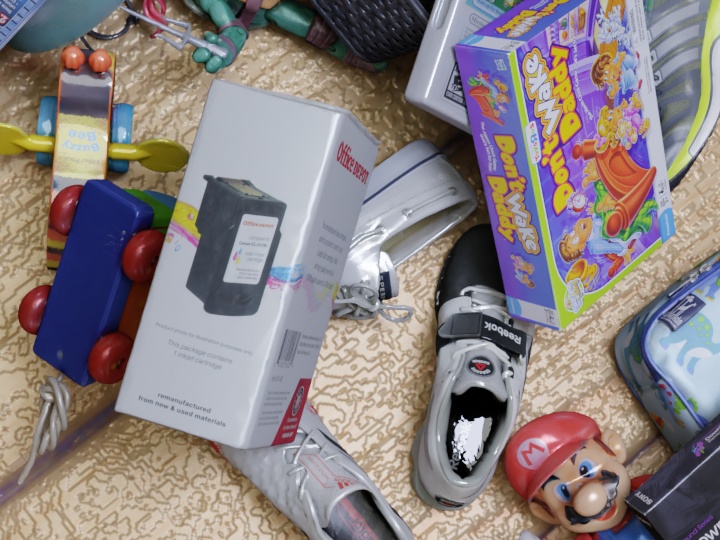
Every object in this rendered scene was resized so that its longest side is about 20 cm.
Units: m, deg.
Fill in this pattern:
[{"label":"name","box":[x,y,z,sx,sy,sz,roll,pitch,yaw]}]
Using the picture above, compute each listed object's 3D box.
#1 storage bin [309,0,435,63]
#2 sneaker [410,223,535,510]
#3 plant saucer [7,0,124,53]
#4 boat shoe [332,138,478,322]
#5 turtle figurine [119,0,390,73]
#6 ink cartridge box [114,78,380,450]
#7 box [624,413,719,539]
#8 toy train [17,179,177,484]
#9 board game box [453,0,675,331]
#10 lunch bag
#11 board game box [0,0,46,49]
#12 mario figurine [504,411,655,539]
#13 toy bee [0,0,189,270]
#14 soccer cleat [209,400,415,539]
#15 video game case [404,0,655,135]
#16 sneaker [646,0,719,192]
[{"label":"storage bin","box":[0.009,-0.250,1.029,0.200,0.094,0.135,49,62,-22]},{"label":"sneaker","box":[0.084,0.060,1.068,0.074,0.089,0.200,10,77,-5]},{"label":"plant saucer","box":[-0.185,-0.236,1.034,0.027,0.200,0.200,30,74,-42]},{"label":"boat shoe","box":[0.001,0.002,1.068,0.202,0.075,0.086,-38,70,-19]},{"label":"turtle figurine","box":[-0.071,-0.203,1.084,0.200,0.101,0.150,11,93,-22]},{"label":"ink cartridge box","box":[-0.063,-0.001,0.954,0.083,0.146,0.200,16,88,10]},{"label":"box","box":[0.282,0.174,1.027,0.143,0.036,0.200,-42,106,-6]},{"label":"toy train","box":[-0.155,0.041,1.032,0.085,0.116,0.200,30,108,31]},{"label":"board game box","box":[0.137,-0.081,1.032,0.134,0.045,0.200,-37,126,-33]},{"label":"lunch bag","box":[0.287,0.080,1.099,0.161,0.082,0.200,-34,88,-15]},{"label":"board game box","box":[-0.266,-0.185,1.000,0.200,0.200,0.062,-55,132,-8]},{"label":"mario figurine","box":[0.176,0.176,1.048,0.200,0.106,0.123,43,56,-5]},{"label":"toy bee","box":[-0.189,-0.102,1.043,0.131,0.109,0.200,-16,84,-10]},{"label":"soccer cleat","box":[-0.033,0.132,1.037,0.069,0.085,0.200,-42,89,-13]},{"label":"video game case","box":[0.122,-0.165,1.042,0.200,0.024,0.182,21,86,-47]},{"label":"sneaker","box":[0.221,-0.145,1.139,0.081,0.074,0.200,15,72,4]}]
